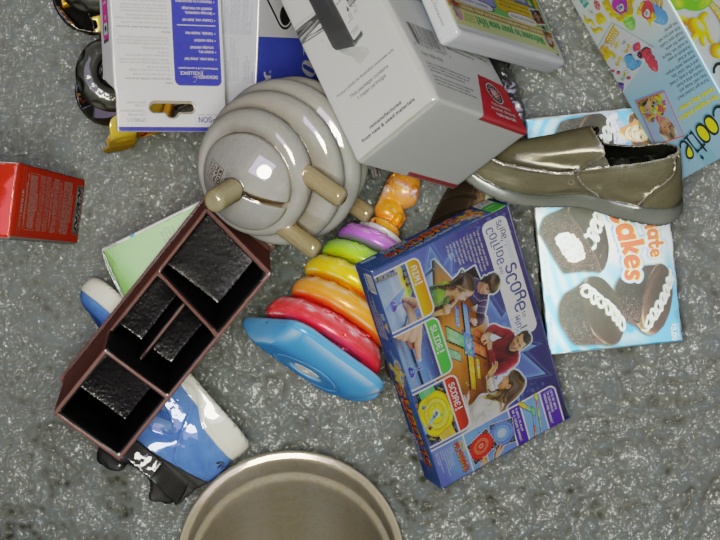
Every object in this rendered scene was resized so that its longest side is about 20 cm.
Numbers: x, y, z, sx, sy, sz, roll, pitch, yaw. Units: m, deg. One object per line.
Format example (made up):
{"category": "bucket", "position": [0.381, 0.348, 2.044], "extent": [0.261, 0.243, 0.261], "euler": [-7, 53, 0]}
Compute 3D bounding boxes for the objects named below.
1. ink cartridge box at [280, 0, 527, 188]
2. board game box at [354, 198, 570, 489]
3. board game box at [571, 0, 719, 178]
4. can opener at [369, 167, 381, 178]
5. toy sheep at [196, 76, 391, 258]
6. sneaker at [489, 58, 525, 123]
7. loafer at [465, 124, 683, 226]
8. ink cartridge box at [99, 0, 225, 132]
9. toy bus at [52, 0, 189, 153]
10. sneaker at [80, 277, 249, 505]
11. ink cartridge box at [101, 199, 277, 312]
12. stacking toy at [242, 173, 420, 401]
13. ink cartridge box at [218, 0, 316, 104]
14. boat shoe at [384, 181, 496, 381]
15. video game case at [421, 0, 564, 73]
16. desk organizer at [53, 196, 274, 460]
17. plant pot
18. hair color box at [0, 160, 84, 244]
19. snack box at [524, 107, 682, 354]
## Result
{"category": "ink cartridge box", "position": [0.025, -0.177, 1.160], "extent": [0.083, 0.144, 0.201], "euler": [-35, 66, 26]}
{"category": "board game box", "position": [0.087, 0.060, 1.234], "extent": [0.134, 0.034, 0.202], "euler": [-25, 110, -20]}
{"category": "board game box", "position": [0.270, -0.194, 1.230], "extent": [0.102, 0.105, 0.201], "euler": [-28, 88, -29]}
{"category": "can opener", "position": [-0.001, -0.176, 1.289], "extent": [0.066, 0.053, 0.202], "euler": [-18, 86, 2]}
{"category": "toy sheep", "position": [-0.056, -0.081, 1.142], "extent": [0.136, 0.200, 0.140], "euler": [8, 109, 24]}
{"category": "sneaker", "position": [0.063, -0.186, 1.281], "extent": [0.198, 0.060, 0.105], "euler": [26, 87, 0]}
{"category": "loafer", "position": [0.172, -0.092, 1.223], "extent": [0.198, 0.075, 0.070], "euler": [9, 119, -6]}
{"category": "ink cartridge box", "position": [-0.158, -0.209, 1.190], "extent": [0.094, 0.037, 0.203], "euler": [-2, 87, -27]}
{"category": "toy bus", "position": [-0.160, -0.215, 1.271], "extent": [0.190, 0.136, 0.202], "euler": [-12, 91, -13]}
{"category": "sneaker", "position": [-0.198, 0.110, 1.285], "extent": [0.111, 0.077, 0.200], "euler": [-41, 94, -7]}
{"category": "ink cartridge box", "position": [-0.110, -0.034, 1.268], "extent": [0.198, 0.104, 0.060], "euler": [-26, 89, 3]}
{"category": "stacking toy", "position": [0.000, 0.000, 1.274], "extent": [0.109, 0.116, 0.201], "euler": [36, 73, -25]}
{"category": "ink cartridge box", "position": [-0.075, -0.204, 1.241], "extent": [0.044, 0.094, 0.203], "euler": [8, 100, 30]}
{"category": "boat shoe", "position": [0.088, 0.010, 1.283], "extent": [0.076, 0.072, 0.202], "euler": [22, 90, -22]}
{"category": "video game case", "position": [0.083, -0.252, 1.203], "extent": [0.022, 0.199, 0.184], "euler": [-28, 76, 28]}
{"category": "desk organizer", "position": [-0.156, 0.046, 1.187], "extent": [0.071, 0.077, 0.200], "euler": [37, 100, -14]}
{"category": "plant pot", "position": [-0.055, 0.266, 1.207], "extent": [0.198, 0.184, 0.203], "euler": [0, 98, -3]}
{"category": "hair color box", "position": [-0.302, -0.058, 1.232], "extent": [0.100, 0.200, 0.062], "euler": [7, 90, 3]}
{"category": "snack box", "position": [0.206, -0.034, 1.282], "extent": [0.115, 0.037, 0.203], "euler": [-6, 89, 3]}
